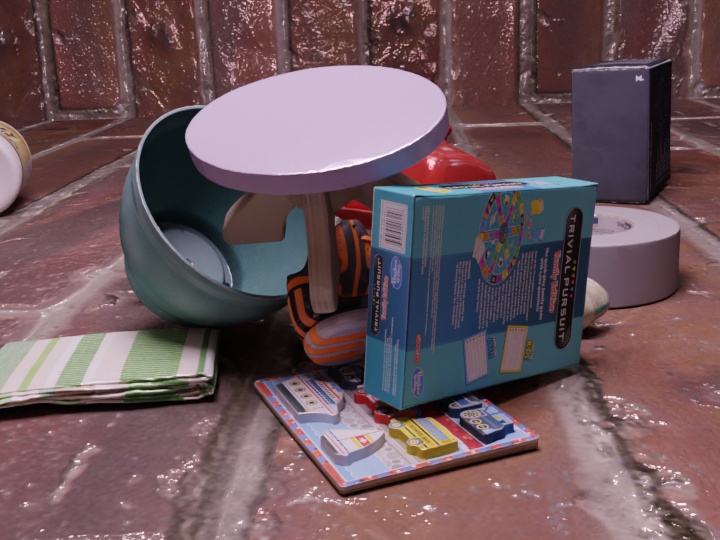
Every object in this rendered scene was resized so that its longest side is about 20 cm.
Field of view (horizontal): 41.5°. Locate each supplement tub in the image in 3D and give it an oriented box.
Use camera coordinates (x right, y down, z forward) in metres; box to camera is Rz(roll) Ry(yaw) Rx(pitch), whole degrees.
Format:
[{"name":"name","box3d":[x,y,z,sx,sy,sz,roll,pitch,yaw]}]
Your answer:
[{"name":"supplement tub","box3d":[-0.622,-0.173,1.565,0.142,0.147,0.200,-5,16,-12]}]

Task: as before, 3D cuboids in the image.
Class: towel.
[{"name":"towel","box3d":[-0.220,0.083,0.811,0.197,0.024,0.153,-5,15,-5]}]

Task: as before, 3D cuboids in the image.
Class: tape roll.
[{"name":"tape roll","box3d":[0.243,-0.019,1.031,0.197,0.067,0.200,-2,15,0]}]

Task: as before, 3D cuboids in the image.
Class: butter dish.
[{"name":"butter dish","box3d":[0.082,-0.114,1.185,0.198,0.150,0.199,13,5,43]}]

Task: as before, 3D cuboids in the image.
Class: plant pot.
[{"name":"plant pot","box3d":[-0.139,-0.030,0.878,0.199,0.202,0.134,-18,-17,-46]}]

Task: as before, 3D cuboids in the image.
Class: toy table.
[{"name":"toy table","box3d":[-0.027,-0.073,0.746,0.197,0.118,0.185,5,48,16]}]

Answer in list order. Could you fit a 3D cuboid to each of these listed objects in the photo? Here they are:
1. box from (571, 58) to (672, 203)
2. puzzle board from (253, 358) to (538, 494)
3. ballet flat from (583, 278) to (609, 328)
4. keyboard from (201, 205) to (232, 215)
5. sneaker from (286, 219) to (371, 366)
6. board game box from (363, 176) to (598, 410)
[{"name":"box","box3d":[0.413,-0.224,1.493,0.122,0.203,0.196,3,15,25]},{"name":"puzzle board","box3d":[0.018,0.102,0.715,0.149,0.018,0.200,-8,16,-21]},{"name":"ballet flat","box3d":[0.159,0.012,0.939,0.062,0.068,0.199,-15,29,-35]},{"name":"keyboard","box3d":[-0.147,-0.022,0.995,0.197,0.128,0.021,-6,42,2]},{"name":"sneaker","box3d":[0.031,0.005,0.799,0.197,0.078,0.113,-6,53,-25]},{"name":"board game box","box3d":[0.095,0.010,0.726,0.198,0.153,0.047,-7,16,-39]}]
